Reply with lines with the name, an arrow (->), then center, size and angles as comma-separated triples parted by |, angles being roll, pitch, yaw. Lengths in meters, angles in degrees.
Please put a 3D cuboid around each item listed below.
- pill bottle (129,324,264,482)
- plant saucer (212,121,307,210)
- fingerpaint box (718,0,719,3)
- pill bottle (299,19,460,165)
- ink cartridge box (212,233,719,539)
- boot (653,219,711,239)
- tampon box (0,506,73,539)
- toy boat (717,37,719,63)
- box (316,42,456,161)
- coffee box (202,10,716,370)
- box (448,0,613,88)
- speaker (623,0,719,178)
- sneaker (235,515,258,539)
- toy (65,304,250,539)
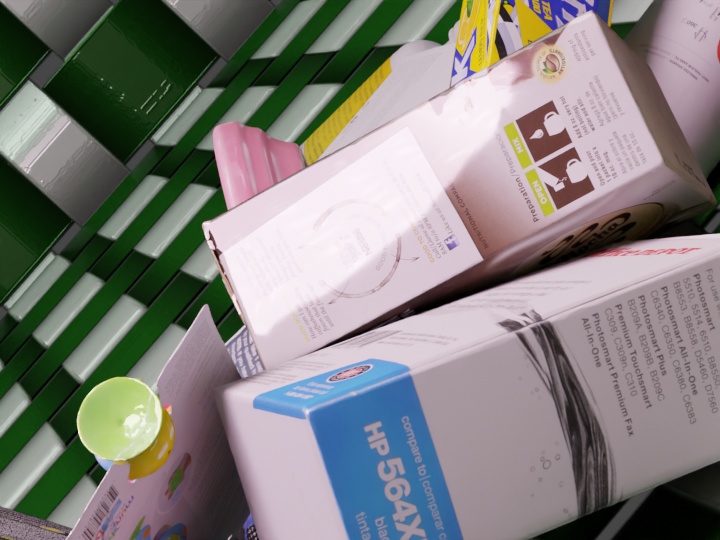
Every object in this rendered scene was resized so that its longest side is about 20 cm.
pill bottle -> -0.030, 0.078, 1.344 | 0.200, 0.120, 0.120 | -42, 13, 23
plant saucer -> -0.038, 0.003, 1.492 | 0.050, 0.202, 0.201 | -16, 15, 1
fingerpaint box -> 0.208, -0.133, 0.990 | 0.073, 0.200, 0.167 | -49, 12, -13
pill bottle -> 0.036, -0.080, 1.622 | 0.200, 0.111, 0.111 | -44, 13, 19
ink cartridge box -> 0.058, 0.056, 1.004 | 0.199, 0.085, 0.146 | -19, 5, -16
boot -> 0.093, 0.052, 1.153 | 0.200, 0.066, 0.165 | -43, 14, 2
tampon box -> -0.195, 0.204, 1.272 | 0.200, 0.125, 0.151 | 44, -119, -85
toy boat -> 0.232, -0.166, 1.171 | 0.200, 0.131, 0.131 | -35, 17, 45
box -> 0.068, -0.055, 1.407 | 0.098, 0.124, 0.200 | -50, 12, -10
coffee box -> 0.046, -0.025, 1.105 | 0.199, 0.080, 0.113 | -28, -16, 13
box -> 0.084, -0.100, 1.246 | 0.070, 0.064, 0.201 | 127, 157, -58
speaker -> 0.192, -0.127, 1.309 | 0.200, 0.081, 0.081 | -53, 13, -20
sneaker -> -0.074, 0.153, 1.278 | 0.201, 0.078, 0.075 | -58, 7, 24
toy -> -0.092, 0.092, 1.083 | 0.116, 0.047, 0.200 | -61, -14, -16
